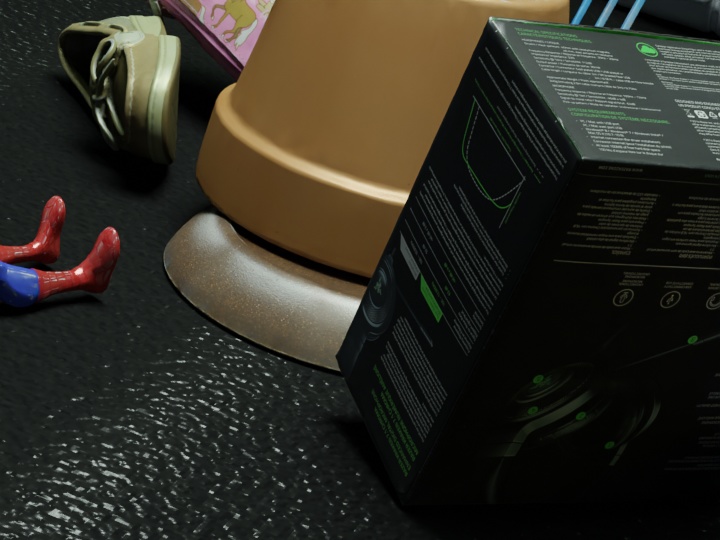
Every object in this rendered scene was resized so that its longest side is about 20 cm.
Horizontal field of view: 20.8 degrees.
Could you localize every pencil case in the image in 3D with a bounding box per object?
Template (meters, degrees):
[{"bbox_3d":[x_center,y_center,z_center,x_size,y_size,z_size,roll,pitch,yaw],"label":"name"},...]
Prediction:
[{"bbox_3d":[-0.053,-0.141,1.198,0.200,0.087,0.083,45,5,31],"label":"pencil case"}]

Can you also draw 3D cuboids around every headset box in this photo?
[{"bbox_3d":[0.105,0.008,0.826,0.173,0.201,0.093,2,40,-28],"label":"headset box"}]

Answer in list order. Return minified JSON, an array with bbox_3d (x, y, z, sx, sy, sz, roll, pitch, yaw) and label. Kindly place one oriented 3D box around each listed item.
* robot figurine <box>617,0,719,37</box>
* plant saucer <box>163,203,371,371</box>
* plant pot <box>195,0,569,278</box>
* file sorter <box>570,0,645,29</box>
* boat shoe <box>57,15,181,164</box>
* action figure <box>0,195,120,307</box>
[{"bbox_3d":[0.309,-0.283,1.815,0.199,0.113,0.170,19,31,13],"label":"robot figurine"},{"bbox_3d":[0.000,0.000,1.001,0.199,0.032,0.200,13,22,-5],"label":"plant saucer"},{"bbox_3d":[0.025,-0.094,1.017,0.199,0.141,0.200,12,20,-5],"label":"plant pot"},{"bbox_3d":[0.079,-0.176,1.213,0.138,0.123,0.200,34,-13,-15],"label":"file sorter"},{"bbox_3d":[-0.140,-0.109,1.135,0.063,0.074,0.201,2,20,-12],"label":"boat shoe"},{"bbox_3d":[-0.198,-0.004,0.857,0.065,0.052,0.199,33,30,32],"label":"action figure"}]
